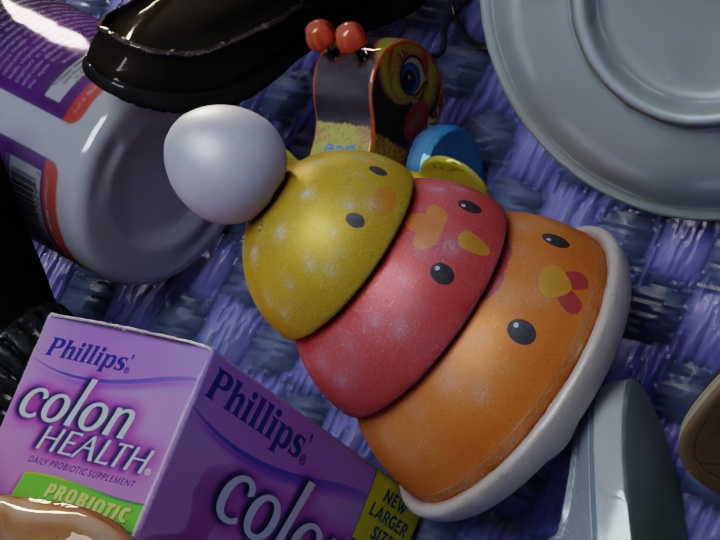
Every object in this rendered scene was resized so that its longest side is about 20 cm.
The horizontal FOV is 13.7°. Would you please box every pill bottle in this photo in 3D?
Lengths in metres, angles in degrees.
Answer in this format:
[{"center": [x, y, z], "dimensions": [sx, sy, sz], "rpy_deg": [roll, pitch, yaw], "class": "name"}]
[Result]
[{"center": [-0.158, -0.077, 1.477], "dimensions": [0.200, 0.111, 0.111], "rpy_deg": [28, 83, 40], "class": "pill bottle"}]

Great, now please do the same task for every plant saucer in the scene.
[{"center": [0.145, -0.117, 1.261], "dimensions": [0.200, 0.050, 0.200], "rpy_deg": [2, 101, 12], "class": "plant saucer"}]

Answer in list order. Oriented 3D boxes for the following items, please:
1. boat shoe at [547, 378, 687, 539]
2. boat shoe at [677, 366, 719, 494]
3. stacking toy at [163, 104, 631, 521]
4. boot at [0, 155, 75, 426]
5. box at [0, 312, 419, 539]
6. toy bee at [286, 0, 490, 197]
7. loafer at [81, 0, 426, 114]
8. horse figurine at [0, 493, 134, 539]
[{"center": [0.090, 0.141, 1.218], "dimensions": [0.071, 0.070, 0.201], "rpy_deg": [-10, 63, 24], "class": "boat shoe"}, {"center": [0.209, 0.013, 1.221], "dimensions": [0.200, 0.072, 0.072], "rpy_deg": [-46, 18, 18], "class": "boat shoe"}, {"center": [0.000, 0.000, 1.252], "dimensions": [0.146, 0.200, 0.146], "rpy_deg": [-48, 20, 24], "class": "stacking toy"}, {"center": [-0.151, 0.029, 1.369], "dimensions": [0.079, 0.211, 0.158], "rpy_deg": [-34, 41, -21], "class": "boot"}, {"center": [-0.086, 0.148, 1.263], "dimensions": [0.097, 0.176, 0.200], "rpy_deg": [9, 70, 37], "class": "box"}, {"center": [-0.001, -0.063, 1.367], "dimensions": [0.131, 0.109, 0.200], "rpy_deg": [-16, 58, 29], "class": "toy bee"}, {"center": [-0.049, -0.135, 1.392], "dimensions": [0.073, 0.071, 0.200], "rpy_deg": [29, 43, 34], "class": "loafer"}, {"center": [-0.184, 0.112, 1.196], "dimensions": [0.133, 0.050, 0.200], "rpy_deg": [-45, 40, -11], "class": "horse figurine"}]
